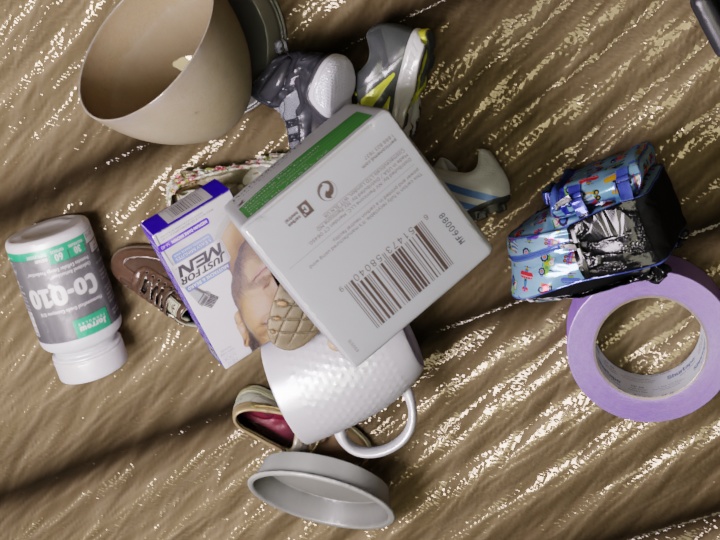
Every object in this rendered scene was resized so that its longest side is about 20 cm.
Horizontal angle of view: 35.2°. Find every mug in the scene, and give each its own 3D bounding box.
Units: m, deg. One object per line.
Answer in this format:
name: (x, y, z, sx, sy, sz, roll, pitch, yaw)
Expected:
mug: (-0.005, 0.141, 1.433, 0.174, 0.148, 0.201, -24, 94, 8)

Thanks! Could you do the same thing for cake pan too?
cake pan: (-0.189, -0.275, 1.365, 0.198, 0.037, 0.202, 4, 113, 9)
cake pan: (-0.049, 0.290, 1.502, 0.199, 0.037, 0.201, 12, 153, 6)

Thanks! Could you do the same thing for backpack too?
backpack: (0.257, -0.046, 1.306, 0.199, 0.182, 0.135, -18, 99, 29)

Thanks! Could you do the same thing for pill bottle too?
pill bottle: (-0.379, 0.038, 1.484, 0.112, 0.113, 0.201, -10, 110, 14)

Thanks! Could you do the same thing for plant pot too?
plant pot: (-0.199, -0.221, 1.284, 0.200, 0.201, 0.134, -32, 139, 20)

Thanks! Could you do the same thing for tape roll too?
tape roll: (0.354, 0.083, 1.394, 0.198, 0.066, 0.202, 4, 111, 9)

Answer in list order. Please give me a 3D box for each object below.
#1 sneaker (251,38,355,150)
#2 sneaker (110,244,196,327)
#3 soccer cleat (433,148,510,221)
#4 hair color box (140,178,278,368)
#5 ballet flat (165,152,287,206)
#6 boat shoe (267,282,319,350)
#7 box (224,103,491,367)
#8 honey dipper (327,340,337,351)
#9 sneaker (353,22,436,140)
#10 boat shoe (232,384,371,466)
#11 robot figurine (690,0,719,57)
sneaker: (-0.074, -0.177, 1.354, 0.113, 0.075, 0.201, 27, 126, 23)
sneaker: (-0.238, 0.026, 1.474, 0.199, 0.076, 0.071, 21, 114, 1)
soccer cleat: (0.086, -0.085, 1.384, 0.199, 0.070, 0.087, -20, 85, 19)
hair color box: (-0.170, 0.005, 1.380, 0.109, 0.065, 0.201, -32, 119, -13)
ballet flat: (-0.153, -0.099, 1.415, 0.198, 0.064, 0.076, -11, 109, 14)
boat shoe: (-0.055, 0.001, 1.378, 0.072, 0.068, 0.201, 22, 92, -6)
box: (-0.008, -0.045, 1.238, 0.199, 0.171, 0.200, -40, 106, -4)
honey dipper: (0.000, 0.000, 1.352, 0.038, 0.038, 0.202, 18, 88, 3)
sneaker: (0.027, -0.199, 1.347, 0.084, 0.074, 0.201, 24, 111, 16)
boat shoe: (-0.082, 0.224, 1.529, 0.199, 0.066, 0.074, 21, 114, 2)
robot figurine: (0.439, -0.298, 1.191, 0.124, 0.150, 0.201, -17, 112, 54)
